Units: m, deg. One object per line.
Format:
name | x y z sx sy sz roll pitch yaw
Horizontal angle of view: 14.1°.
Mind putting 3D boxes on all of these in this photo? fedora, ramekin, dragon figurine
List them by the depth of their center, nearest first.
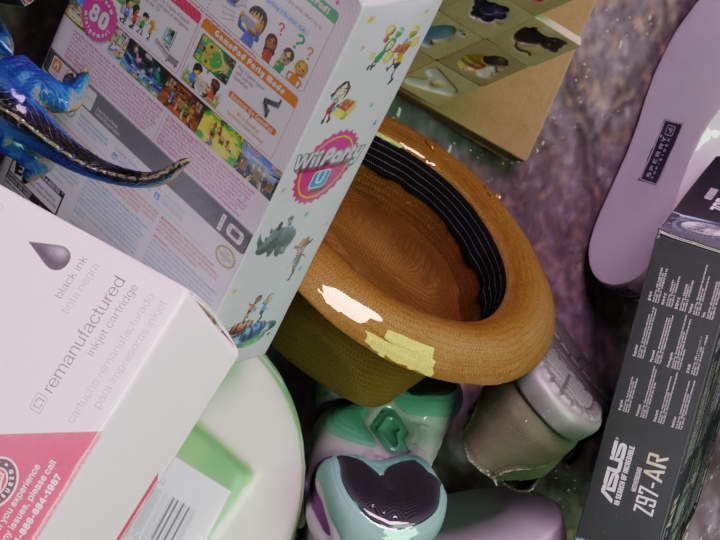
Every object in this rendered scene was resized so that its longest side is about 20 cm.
dragon figurine | -0.171 -0.083 1.260 0.059 0.200 0.099 -56 149 7
ramekin | -0.122 0.097 1.370 0.199 0.098 0.201 -9 105 -34
fedora | 0.000 0.000 1.410 0.200 0.201 0.082 8 129 -36

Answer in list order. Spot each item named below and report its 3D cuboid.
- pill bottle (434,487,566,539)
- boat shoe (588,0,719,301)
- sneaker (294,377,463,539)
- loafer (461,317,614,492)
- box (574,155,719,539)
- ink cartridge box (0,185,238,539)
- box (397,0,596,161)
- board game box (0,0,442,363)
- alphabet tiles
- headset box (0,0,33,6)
pill bottle | 0.072 0.225 1.527 0.116 0.116 0.201 -20 111 -31
boat shoe | 0.196 -0.071 1.580 0.066 0.072 0.201 26 86 -40
sneaker | -0.007 0.122 1.448 0.077 0.200 0.140 20 119 -3
loafer | 0.086 0.069 1.491 0.070 0.200 0.075 -38 82 9
box | 0.163 0.057 1.490 0.160 0.043 0.201 -43 148 -67
ink cartridge box | -0.178 0.036 1.249 0.146 0.199 0.085 -58 157 -11
box | 0.043 -0.168 1.477 0.200 0.021 0.164 27 84 -37
board game box | -0.067 -0.079 1.289 0.064 0.147 0.201 -14 138 -50
alphabet tiles | 0.002 -0.134 1.377 0.200 0.166 0.006 27 56 -36
headset box | -0.146 -0.227 1.296 0.200 0.077 0.149 -43 121 -19
